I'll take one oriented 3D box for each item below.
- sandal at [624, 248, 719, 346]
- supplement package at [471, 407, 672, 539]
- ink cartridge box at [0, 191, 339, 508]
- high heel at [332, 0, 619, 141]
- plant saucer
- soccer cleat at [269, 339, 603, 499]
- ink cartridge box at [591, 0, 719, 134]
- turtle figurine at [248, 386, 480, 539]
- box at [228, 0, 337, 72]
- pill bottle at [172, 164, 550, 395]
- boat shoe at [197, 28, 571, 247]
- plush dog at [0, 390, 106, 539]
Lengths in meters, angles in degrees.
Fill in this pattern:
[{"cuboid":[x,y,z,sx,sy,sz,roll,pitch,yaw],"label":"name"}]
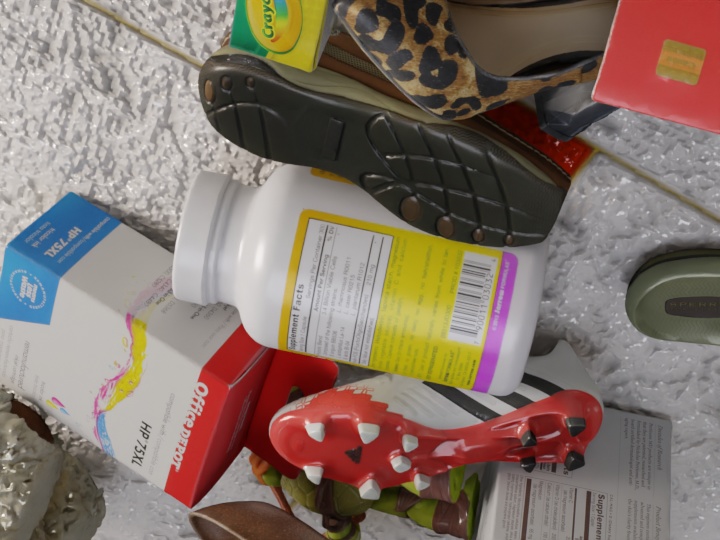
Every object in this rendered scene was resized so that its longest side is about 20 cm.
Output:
[{"cuboid":[0.248,0.028,0.819,0.198,0.058,0.080,-4,129,16],"label":"sandal"},{"cuboid":[0.120,0.205,0.903,0.109,0.201,0.157,12,133,2],"label":"supplement package"},{"cuboid":[-0.121,0.058,0.882,0.199,0.067,0.117,31,132,11],"label":"ink cartridge box"},{"cuboid":[0.093,-0.125,0.679,0.199,0.072,0.142,12,148,-45],"label":"high heel"},{"cuboid":[-0.019,0.201,0.893,0.199,0.037,0.201,36,161,14],"label":"plant saucer"},{"cuboid":[0.044,0.080,0.870,0.197,0.086,0.069,-5,131,-3],"label":"soccer cleat"},{"cuboid":[0.218,-0.135,0.638,0.197,0.045,0.179,14,97,0],"label":"ink cartridge box"},{"cuboid":[-0.010,0.126,0.940,0.159,0.065,0.202,4,130,22],"label":"turtle figurine"},{"cuboid":[-0.011,-0.202,0.638,0.048,0.118,0.201,17,131,0],"label":"box"},{"cuboid":[0.000,0.000,0.819,0.197,0.105,0.105,12,132,3],"label":"pill bottle"},{"cuboid":[0.017,-0.082,0.762,0.198,0.074,0.076,24,141,-1],"label":"boat shoe"},{"cuboid":[-0.283,0.149,0.963,0.170,0.161,0.200,28,163,16],"label":"plush dog"}]
